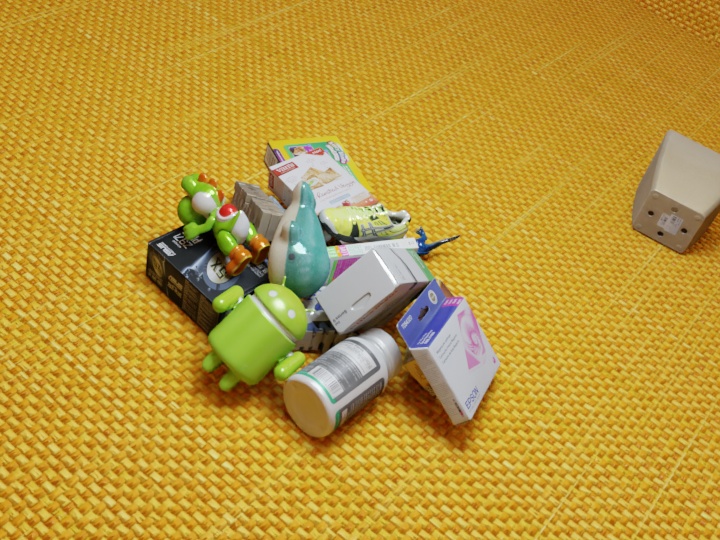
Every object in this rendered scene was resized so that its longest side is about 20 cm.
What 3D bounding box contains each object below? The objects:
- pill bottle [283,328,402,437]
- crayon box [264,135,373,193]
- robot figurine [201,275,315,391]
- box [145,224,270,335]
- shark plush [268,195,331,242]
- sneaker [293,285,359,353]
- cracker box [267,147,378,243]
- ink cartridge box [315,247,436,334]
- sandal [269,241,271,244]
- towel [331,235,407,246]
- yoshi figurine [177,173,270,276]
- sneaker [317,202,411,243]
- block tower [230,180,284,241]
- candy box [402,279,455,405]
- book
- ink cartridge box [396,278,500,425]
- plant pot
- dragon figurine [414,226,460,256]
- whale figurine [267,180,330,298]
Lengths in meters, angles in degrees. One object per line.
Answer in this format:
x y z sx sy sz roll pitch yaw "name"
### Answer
-0.025 0.183 1.506 0.113 0.114 0.199 39 45 22 "pill bottle"
-0.092 -0.204 1.936 0.170 0.059 0.201 -8 48 -28 "crayon box"
-0.170 0.106 1.481 0.200 0.116 0.176 -43 86 -2 "robot figurine"
-0.265 0.005 1.631 0.199 0.087 0.163 40 47 22 "box"
-0.116 -0.089 1.734 0.090 0.084 0.200 15 20 -31 "shark plush"
-0.097 0.084 1.622 0.197 0.081 0.116 13 38 -16 "sneaker"
-0.077 -0.153 1.793 0.133 0.058 0.200 -26 54 -31 "cracker box"
0.030 0.033 1.591 0.085 0.146 0.199 54 18 13 "ink cartridge box"
-0.185 -0.036 1.717 0.200 0.058 0.079 37 20 30 "sandal"
0.001 -0.085 1.807 0.131 0.035 0.200 -17 34 -18 "towel"
-0.258 -0.080 1.608 0.112 0.112 0.201 -40 77 -1 "yoshi figurine"
0.007 -0.096 1.665 0.198 0.077 0.076 5 43 -40 "sneaker"
-0.201 -0.116 1.749 0.053 0.059 0.200 12 18 -27 "block tower"
0.144 0.127 1.627 0.117 0.056 0.201 47 34 -25 "candy box"
0.000 0.000 1.692 0.197 0.134 0.048 -6 54 -26 "book"
0.159 0.131 1.555 0.202 0.043 0.196 60 33 -10 "ink cartridge box"
0.745 -0.167 2.103 0.198 0.201 0.177 31 54 14 "plant pot"
0.107 -0.035 1.824 0.197 0.059 0.100 4 45 -9 "dragon figurine"
-0.096 -0.049 1.565 0.102 0.159 0.203 9 72 7 "whale figurine"
